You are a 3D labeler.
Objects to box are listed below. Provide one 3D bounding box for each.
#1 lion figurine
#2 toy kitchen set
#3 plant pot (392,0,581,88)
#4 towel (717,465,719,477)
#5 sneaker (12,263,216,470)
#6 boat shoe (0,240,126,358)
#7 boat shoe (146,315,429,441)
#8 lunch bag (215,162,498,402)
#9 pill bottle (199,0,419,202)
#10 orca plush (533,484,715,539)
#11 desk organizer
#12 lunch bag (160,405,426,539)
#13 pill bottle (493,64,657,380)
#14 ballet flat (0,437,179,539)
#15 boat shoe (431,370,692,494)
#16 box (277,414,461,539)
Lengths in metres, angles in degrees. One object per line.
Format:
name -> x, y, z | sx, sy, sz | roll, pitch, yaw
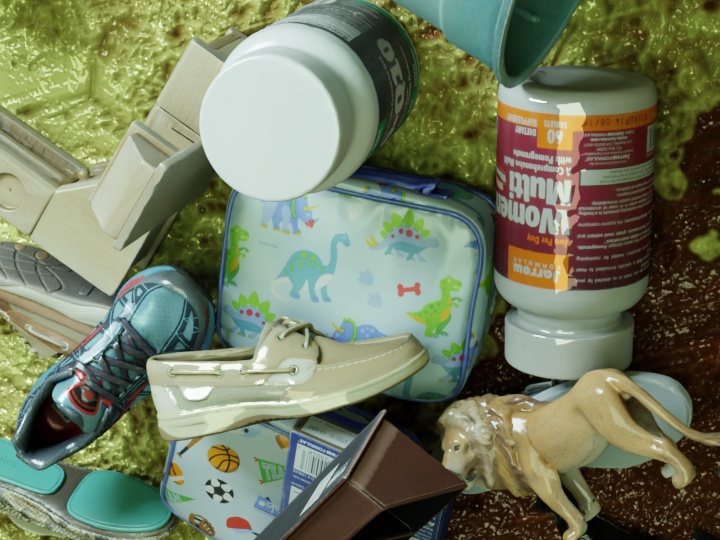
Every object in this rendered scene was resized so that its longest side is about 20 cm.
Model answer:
lion figurine -> 0.145, 0.110, 1.214 | 0.200, 0.072, 0.123 | -36, 89, 36
toy kitchen set -> -0.201, -0.105, 1.281 | 0.180, 0.163, 0.201 | 35, 112, 3
plant pot -> 0.054, -0.252, 1.162 | 0.195, 0.200, 0.201 | 28, 112, 14
towel -> 0.367, 0.100, 1.252 | 0.170, 0.048, 0.201 | 27, 112, 7
sneaker -> -0.180, 0.080, 1.303 | 0.079, 0.096, 0.200 | 42, 116, -7
boat shoe -> -0.238, 0.035, 1.384 | 0.199, 0.076, 0.072 | 20, 113, 10
boat shoe -> -0.052, 0.066, 1.251 | 0.199, 0.072, 0.065 | -13, 96, 11
lunch bag -> 0.000, 0.000, 1.302 | 0.199, 0.082, 0.162 | 11, 112, 12
pill bottle -> -0.033, -0.116, 1.212 | 0.112, 0.200, 0.114 | 4, 108, 14
orca plush -> 0.213, 0.231, 1.321 | 0.105, 0.071, 0.200 | -37, 94, 22
desk organizer -> -0.018, 0.190, 1.225 | 0.077, 0.072, 0.200 | 38, 131, -4
lunch bag -> -0.047, 0.152, 1.347 | 0.199, 0.076, 0.161 | 23, 130, 6
pill bottle -> 0.146, -0.034, 1.237 | 0.109, 0.110, 0.202 | 4, 107, 14
ballet flat -> -0.233, 0.190, 1.442 | 0.199, 0.068, 0.076 | 16, 132, 16
boat shoe -> 0.149, 0.110, 1.304 | 0.198, 0.068, 0.074 | -23, 104, 27
box -> -0.003, 0.202, 1.291 | 0.120, 0.032, 0.201 | 21, 128, 14
